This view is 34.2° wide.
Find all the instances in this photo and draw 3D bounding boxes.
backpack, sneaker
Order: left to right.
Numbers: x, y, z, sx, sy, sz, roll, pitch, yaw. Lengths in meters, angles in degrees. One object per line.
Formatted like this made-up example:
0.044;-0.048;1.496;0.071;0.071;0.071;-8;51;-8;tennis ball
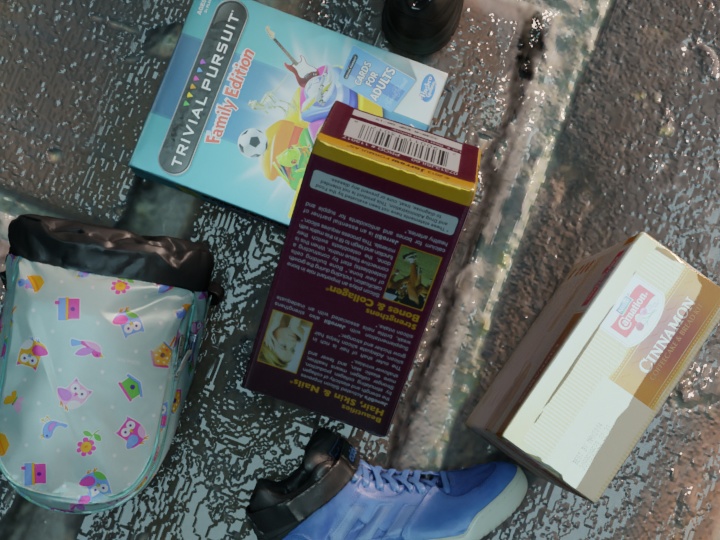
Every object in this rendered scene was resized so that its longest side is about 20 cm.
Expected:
-0.193;0.068;0.827;0.166;0.127;0.201;10;88;-4;backpack
0.014;0.158;0.846;0.199;0.077;0.111;-25;95;3;sneaker
0.068;-0.267;0.882;0.076;0.091;0.201;12;83;2;sneaker

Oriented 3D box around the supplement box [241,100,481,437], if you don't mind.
0.000;0.000;0.814;0.110;0.086;0.200;19;116;0;supplement box

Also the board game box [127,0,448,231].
-0.053;-0.110;0.886;0.199;0.047;0.151;20;84;0;board game box

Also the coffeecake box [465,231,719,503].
0.152;0.066;0.797;0.073;0.200;0.154;35;85;2;coffeecake box
